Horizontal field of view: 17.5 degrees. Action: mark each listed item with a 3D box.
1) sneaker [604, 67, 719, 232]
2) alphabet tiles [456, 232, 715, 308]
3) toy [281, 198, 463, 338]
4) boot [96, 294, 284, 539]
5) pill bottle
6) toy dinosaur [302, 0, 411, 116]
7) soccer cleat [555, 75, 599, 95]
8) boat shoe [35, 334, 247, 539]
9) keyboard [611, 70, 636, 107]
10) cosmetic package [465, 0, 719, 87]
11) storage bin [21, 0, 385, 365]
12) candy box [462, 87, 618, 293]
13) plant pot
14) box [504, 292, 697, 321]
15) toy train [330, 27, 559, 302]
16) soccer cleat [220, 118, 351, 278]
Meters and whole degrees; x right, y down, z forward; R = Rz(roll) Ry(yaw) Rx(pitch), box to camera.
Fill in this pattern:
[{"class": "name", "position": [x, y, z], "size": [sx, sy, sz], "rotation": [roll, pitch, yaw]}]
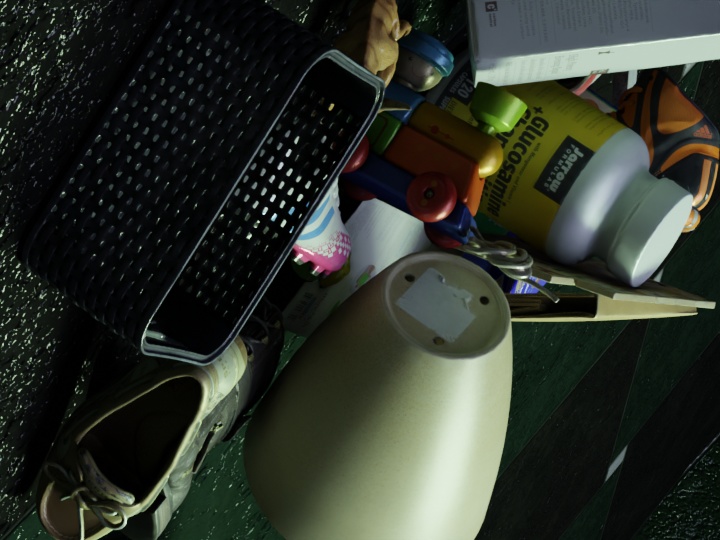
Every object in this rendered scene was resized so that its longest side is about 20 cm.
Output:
[{"class": "sneaker", "position": [0.187, -0.110, 1.825], "size": [0.078, 0.199, 0.113], "rotation": [37, 72, -75]}, {"class": "alphabet tiles", "position": [0.151, -0.003, 1.748], "size": [0.200, 0.167, 0.008], "rotation": [6, 103, -56]}, {"class": "toy", "position": [0.000, 0.000, 1.745], "size": [0.115, 0.047, 0.200], "rotation": [-54, 158, 6]}, {"class": "boot", "position": [-0.110, 0.077, 1.588], "size": [0.174, 0.069, 0.200], "rotation": [-51, 166, -34]}, {"class": "pill bottle", "position": [0.142, -0.075, 1.729], "size": [0.112, 0.200, 0.112], "rotation": [-48, 160, -23]}, {"class": "toy dinosaur", "position": [0.002, -0.134, 1.470], "size": [0.201, 0.060, 0.106], "rotation": [-79, -171, -46]}, {"class": "soccer cleat", "position": [0.203, -0.215, 1.877], "size": [0.200, 0.068, 0.073], "rotation": [-51, 169, -8]}, {"class": "boat shoe", "position": [-0.147, 0.107, 1.454], "size": [0.200, 0.073, 0.063], "rotation": [-52, -175, 30]}, {"class": "keyboard", "position": [0.220, -0.119, 1.994], "size": [0.056, 0.011, 0.201], "rotation": [-167, -99, -79]}, {"class": "cosmetic package", "position": [0.173, -0.178, 1.619], "size": [0.102, 0.199, 0.075], "rotation": [62, 23, -84]}, {"class": "storage bin", "position": [-0.088, -0.056, 1.342], "size": [0.201, 0.094, 0.135], "rotation": [-58, 162, 4]}, {"class": "candy box", "position": [0.127, -0.040, 1.955], "size": [0.200, 0.077, 0.169], "rotation": [-45, 160, -34]}, {"class": "plant pot", "position": [0.030, 0.085, 1.638], "size": [0.187, 0.187, 0.200], "rotation": [-41, 163, -39]}, {"class": "box", "position": [0.149, 0.028, 1.801], "size": [0.200, 0.163, 0.021], "rotation": [4, 86, -61]}, {"class": "toy train", "position": [0.077, -0.074, 1.573], "size": [0.116, 0.199, 0.085], "rotation": [-59, 162, -6]}, {"class": "soccer cleat", "position": [-0.036, -0.051, 1.520], "size": [0.087, 0.070, 0.200], "rotation": [-56, 162, 2]}]
